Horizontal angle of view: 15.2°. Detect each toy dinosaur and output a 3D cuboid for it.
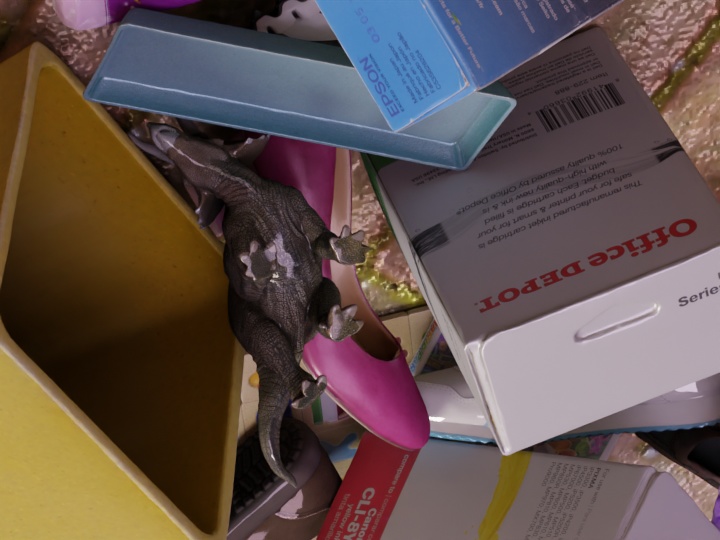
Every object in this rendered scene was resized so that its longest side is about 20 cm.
[{"bbox_3d":[-0.040,0.007,1.339,0.077,0.102,0.200,-23,116,-12],"label":"toy dinosaur"}]

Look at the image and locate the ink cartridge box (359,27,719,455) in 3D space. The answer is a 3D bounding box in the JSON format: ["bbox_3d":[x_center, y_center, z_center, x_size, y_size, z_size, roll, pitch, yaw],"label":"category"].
[{"bbox_3d":[0.098,-0.017,1.363,0.146,0.200,0.084,-21,129,-2],"label":"ink cartridge box"}]

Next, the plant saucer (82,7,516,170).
[{"bbox_3d":[-0.029,-0.088,1.299,0.200,0.019,0.070,9,149,-19],"label":"plant saucer"}]

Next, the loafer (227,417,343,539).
[{"bbox_3d":[-0.083,0.169,1.510,0.200,0.073,0.071,-39,122,18],"label":"loafer"}]

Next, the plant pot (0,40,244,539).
[{"bbox_3d":[-0.194,0.047,1.325,0.200,0.196,0.194,-22,130,22],"label":"plant pot"}]

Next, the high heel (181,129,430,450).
[{"bbox_3d":[0.000,0.000,1.398,0.096,0.067,0.200,-32,108,17],"label":"high heel"}]

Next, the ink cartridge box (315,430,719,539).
[{"bbox_3d":[0.098,0.165,1.461,0.145,0.200,0.083,47,60,-38],"label":"ink cartridge box"}]

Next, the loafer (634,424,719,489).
[{"bbox_3d":[0.232,0.112,1.575,0.200,0.063,0.072,23,113,-39],"label":"loafer"}]

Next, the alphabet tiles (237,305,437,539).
[{"bbox_3d":[0.001,0.097,1.538,0.200,0.006,0.166,-14,128,-9],"label":"alphabet tiles"}]

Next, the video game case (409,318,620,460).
[{"bbox_3d":[0.093,0.066,1.530,0.143,0.018,0.200,13,119,-26],"label":"video game case"}]

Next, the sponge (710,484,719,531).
[{"bbox_3d":[0.239,0.059,1.481,0.030,0.200,0.112,19,123,14],"label":"sponge"}]

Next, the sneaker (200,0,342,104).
[{"bbox_3d":[0.013,-0.113,1.335,0.200,0.066,0.091,-27,95,0],"label":"sneaker"}]

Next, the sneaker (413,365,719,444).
[{"bbox_3d":[0.109,0.052,1.474,0.200,0.077,0.081,-7,91,0],"label":"sneaker"}]

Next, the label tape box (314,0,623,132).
[{"bbox_3d":[0.057,-0.170,1.261,0.063,0.200,0.144,-28,94,47],"label":"label tape box"}]

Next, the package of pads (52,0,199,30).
[{"bbox_3d":[-0.107,-0.215,1.234,0.120,0.076,0.200,-16,128,-3],"label":"package of pads"}]
